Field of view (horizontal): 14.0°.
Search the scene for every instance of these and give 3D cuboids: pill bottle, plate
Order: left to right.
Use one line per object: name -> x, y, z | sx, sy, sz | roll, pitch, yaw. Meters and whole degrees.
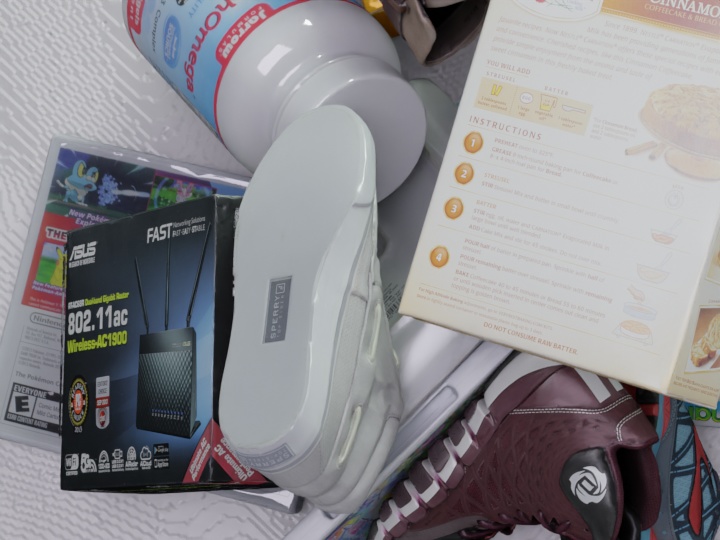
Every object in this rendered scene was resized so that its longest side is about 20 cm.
pill bottle -> -0.046, -0.116, 1.614 | 0.109, 0.109, 0.200 | -48, 43, 4
plate -> 0.000, 0.000, 1.593 | 0.200, 0.032, 0.200 | -46, 38, 4

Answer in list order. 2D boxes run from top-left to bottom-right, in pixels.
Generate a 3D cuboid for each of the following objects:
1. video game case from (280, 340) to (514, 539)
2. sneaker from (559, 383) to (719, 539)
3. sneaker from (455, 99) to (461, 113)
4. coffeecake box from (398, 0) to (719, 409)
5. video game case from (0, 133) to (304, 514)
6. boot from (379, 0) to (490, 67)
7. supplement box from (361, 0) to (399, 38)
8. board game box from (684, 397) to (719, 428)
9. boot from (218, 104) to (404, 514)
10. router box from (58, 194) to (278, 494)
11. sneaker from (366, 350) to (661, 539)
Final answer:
video game case -> 0.032, 0.104, 1.599 | 0.200, 0.143, 0.018 | -44, 76, 5
sneaker -> 0.153, 0.114, 1.597 | 0.079, 0.095, 0.201 | 5, 98, 40
sneaker -> 0.068, -0.053, 1.658 | 0.200, 0.074, 0.082 | -46, 36, 15
coffeecake box -> 0.125, -0.051, 1.453 | 0.153, 0.073, 0.201 | 17, 90, 29
video game case -> -0.107, 0.029, 1.701 | 0.199, 0.023, 0.183 | 13, 87, 15
boot -> 0.012, -0.177, 1.553 | 0.070, 0.200, 0.147 | -25, 84, -19
supplement box -> 0.035, -0.251, 1.672 | 0.126, 0.074, 0.201 | -21, 80, 9
board game box -> 0.213, 0.026, 1.592 | 0.199, 0.035, 0.127 | 5, 118, 13
boot -> -0.017, 0.023, 1.494 | 0.073, 0.096, 0.201 | -2, 63, 30
router box -> -0.097, 0.044, 1.592 | 0.062, 0.200, 0.151 | 5, 82, -29
sneaker -> 0.087, 0.130, 1.547 | 0.116, 0.076, 0.200 | 48, 126, 17
